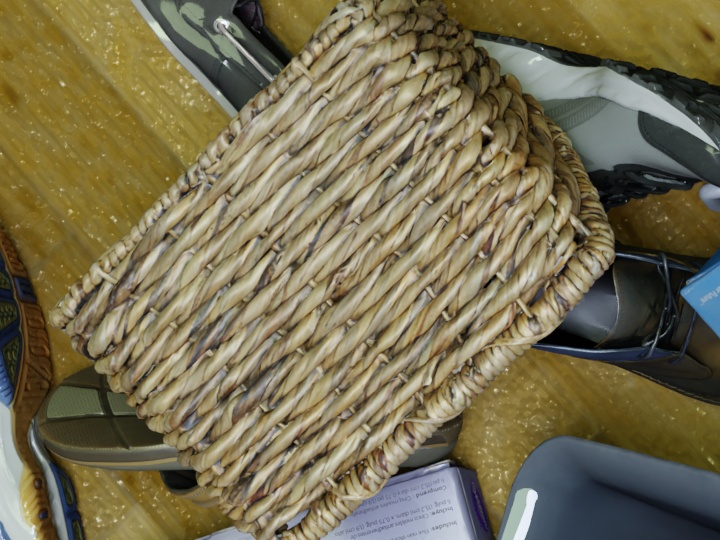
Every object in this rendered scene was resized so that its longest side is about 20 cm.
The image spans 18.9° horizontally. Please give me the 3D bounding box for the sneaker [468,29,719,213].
[{"bbox_3d":[0.107,-0.052,0.930,0.200,0.074,0.079,20,97,57],"label":"sneaker"}]

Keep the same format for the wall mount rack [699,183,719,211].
[{"bbox_3d":[0.232,-0.093,0.940,0.173,0.075,0.200,-4,82,18],"label":"wall mount rack"}]

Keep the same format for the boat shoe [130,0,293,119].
[{"bbox_3d":[-0.042,-0.094,1.012,0.057,0.067,0.200,-40,81,13],"label":"boat shoe"}]

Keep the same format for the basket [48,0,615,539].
[{"bbox_3d":[0.000,0.000,0.903,0.149,0.143,0.200,46,106,5],"label":"basket"}]

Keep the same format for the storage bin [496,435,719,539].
[{"bbox_3d":[0.155,0.160,0.856,0.200,0.134,0.146,10,84,60],"label":"storage bin"}]

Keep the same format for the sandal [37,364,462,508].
[{"bbox_3d":[-0.052,0.080,0.997,0.200,0.080,0.054,1,119,7],"label":"sandal"}]

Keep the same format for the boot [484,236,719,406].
[{"bbox_3d":[0.139,0.027,0.927,0.200,0.097,0.075,11,101,17],"label":"boot"}]

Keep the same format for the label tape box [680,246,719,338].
[{"bbox_3d":[0.241,0.040,0.834,0.200,0.144,0.063,49,54,1],"label":"label tape box"}]

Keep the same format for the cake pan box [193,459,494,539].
[{"bbox_3d":[-0.020,0.202,0.977,0.200,0.052,0.184,-19,77,12],"label":"cake pan box"}]

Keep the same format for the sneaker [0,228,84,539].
[{"bbox_3d":[-0.193,0.071,1.027,0.088,0.075,0.200,-13,79,13],"label":"sneaker"}]
